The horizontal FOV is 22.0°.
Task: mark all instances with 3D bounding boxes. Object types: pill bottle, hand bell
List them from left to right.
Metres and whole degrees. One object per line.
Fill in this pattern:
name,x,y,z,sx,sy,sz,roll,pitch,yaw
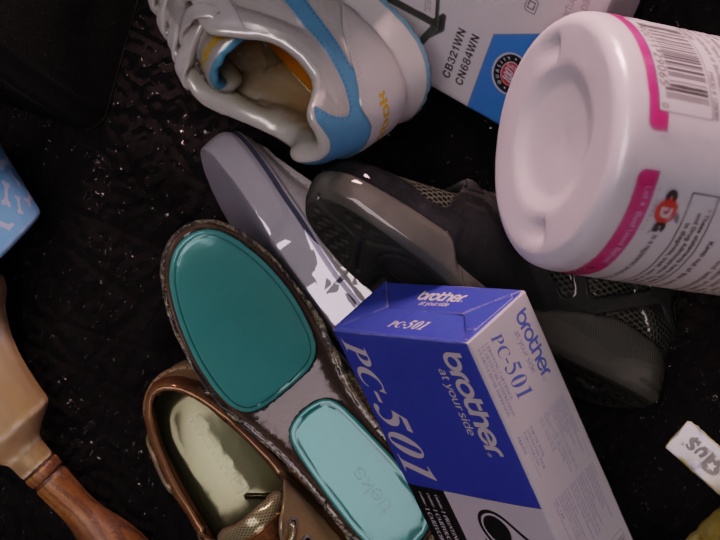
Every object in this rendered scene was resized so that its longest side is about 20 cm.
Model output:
hand bell,-0.161,0.111,0.971,0.104,0.104,0.200,-41,95,8
pill bottle,0.171,-0.044,0.836,0.199,0.113,0.114,8,91,-24

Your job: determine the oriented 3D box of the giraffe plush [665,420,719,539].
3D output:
giraffe plush,0.223,0.135,0.836,0.199,0.162,0.173,25,95,11

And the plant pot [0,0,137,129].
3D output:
plant pot,-0.223,-0.200,0.929,0.199,0.177,0.201,17,92,13

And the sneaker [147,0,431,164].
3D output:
sneaker,-0.063,-0.128,0.870,0.200,0.081,0.077,38,136,17

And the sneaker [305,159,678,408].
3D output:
sneaker,0.071,-0.022,0.894,0.199,0.076,0.115,25,70,-14

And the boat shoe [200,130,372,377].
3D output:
boat shoe,0.000,0.000,0.941,0.070,0.071,0.200,-37,78,-17

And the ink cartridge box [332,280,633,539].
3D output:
ink cartridge box,0.068,0.101,0.865,0.094,0.044,0.201,4,126,50

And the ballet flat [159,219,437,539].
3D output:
ballet flat,-0.031,0.060,0.927,0.068,0.075,0.200,-38,94,3

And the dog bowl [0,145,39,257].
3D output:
dog bowl,-0.247,0.014,0.960,0.200,0.111,0.050,-44,101,-2

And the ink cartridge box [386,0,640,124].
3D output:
ink cartridge box,0.041,-0.175,0.885,0.199,0.084,0.146,30,132,12

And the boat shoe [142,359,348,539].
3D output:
boat shoe,-0.048,0.133,0.939,0.076,0.074,0.200,-41,82,9
